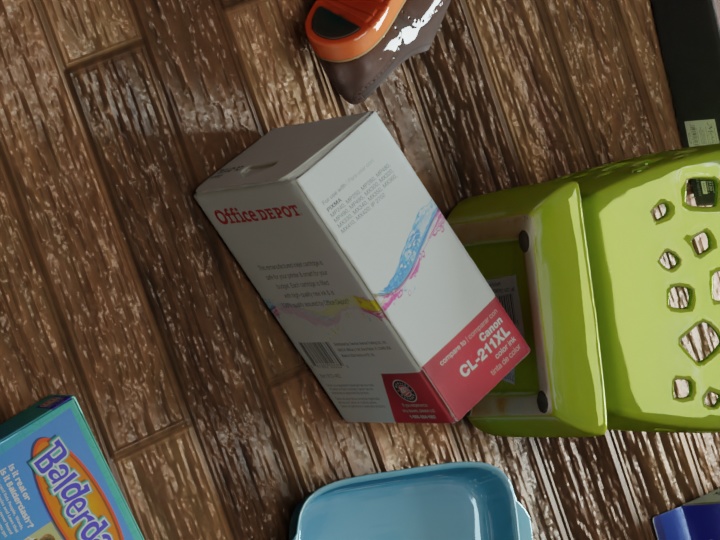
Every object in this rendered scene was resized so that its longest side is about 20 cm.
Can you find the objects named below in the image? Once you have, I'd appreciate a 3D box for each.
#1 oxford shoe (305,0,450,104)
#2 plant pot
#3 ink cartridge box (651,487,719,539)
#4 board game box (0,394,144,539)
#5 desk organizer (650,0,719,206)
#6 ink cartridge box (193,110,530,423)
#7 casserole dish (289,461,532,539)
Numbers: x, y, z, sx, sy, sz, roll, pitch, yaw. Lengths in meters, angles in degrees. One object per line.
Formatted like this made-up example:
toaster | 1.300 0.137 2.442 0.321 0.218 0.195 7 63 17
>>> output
oxford shoe | 0.034 -0.200 1.828 0.200 0.071 0.073 -48 140 -26
plant pot | 0.171 0.021 1.817 0.181 0.200 0.200 -7 90 -23
ink cartridge box | 0.318 0.200 1.983 0.200 0.039 0.100 -21 99 -28
board game box | -0.238 0.192 1.665 0.200 0.045 0.152 -30 103 -26
desk organizer | 0.279 -0.155 1.951 0.077 0.072 0.201 -17 97 -31
ink cartridge box | 0.000 0.000 1.745 0.083 0.146 0.200 -41 108 -25
casserole dish | 0.028 0.197 1.818 0.199 0.039 0.122 -6 92 -29
